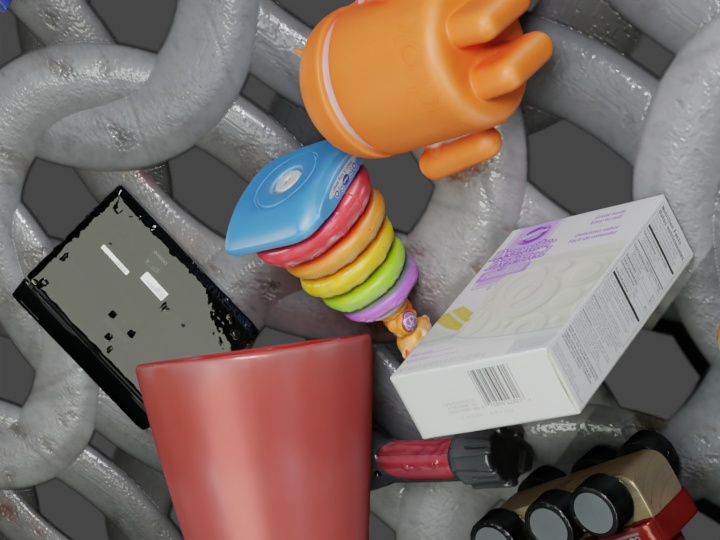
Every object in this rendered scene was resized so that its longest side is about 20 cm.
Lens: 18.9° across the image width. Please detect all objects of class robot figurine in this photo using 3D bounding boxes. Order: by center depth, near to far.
[{"bbox_3d":[0.037,-0.146,1.529,0.199,0.117,0.144,-14,149,41],"label":"robot figurine"}]

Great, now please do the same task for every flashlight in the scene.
[{"bbox_3d":[0.040,0.155,1.799,0.199,0.068,0.068,-6,116,40],"label":"flashlight"}]

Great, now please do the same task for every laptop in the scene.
[{"bbox_3d":[-0.204,0.038,1.924,0.177,0.103,0.200,46,111,-5],"label":"laptop"}]

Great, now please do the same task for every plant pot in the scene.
[{"bbox_3d":[-0.073,0.150,1.741,0.200,0.200,0.179,-9,89,40],"label":"plant pot"}]

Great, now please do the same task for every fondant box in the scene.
[{"bbox_3d":[0.131,0.032,1.539,0.144,0.200,0.058,-13,113,41],"label":"fondant box"}]

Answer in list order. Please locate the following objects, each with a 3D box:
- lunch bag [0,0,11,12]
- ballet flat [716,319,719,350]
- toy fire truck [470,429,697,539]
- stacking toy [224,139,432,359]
[{"bbox_3d":[-0.336,-0.290,1.719,0.150,0.094,0.200,-6,131,37],"label":"lunch bag"},{"bbox_3d":[0.323,0.100,1.567,0.201,0.070,0.065,58,161,-13],"label":"ballet flat"},{"bbox_3d":[0.216,0.241,1.720,0.176,0.128,0.201,-26,96,45],"label":"toy fire truck"},{"bbox_3d":[0.000,0.000,1.694,0.109,0.116,0.200,-12,127,44],"label":"stacking toy"}]
